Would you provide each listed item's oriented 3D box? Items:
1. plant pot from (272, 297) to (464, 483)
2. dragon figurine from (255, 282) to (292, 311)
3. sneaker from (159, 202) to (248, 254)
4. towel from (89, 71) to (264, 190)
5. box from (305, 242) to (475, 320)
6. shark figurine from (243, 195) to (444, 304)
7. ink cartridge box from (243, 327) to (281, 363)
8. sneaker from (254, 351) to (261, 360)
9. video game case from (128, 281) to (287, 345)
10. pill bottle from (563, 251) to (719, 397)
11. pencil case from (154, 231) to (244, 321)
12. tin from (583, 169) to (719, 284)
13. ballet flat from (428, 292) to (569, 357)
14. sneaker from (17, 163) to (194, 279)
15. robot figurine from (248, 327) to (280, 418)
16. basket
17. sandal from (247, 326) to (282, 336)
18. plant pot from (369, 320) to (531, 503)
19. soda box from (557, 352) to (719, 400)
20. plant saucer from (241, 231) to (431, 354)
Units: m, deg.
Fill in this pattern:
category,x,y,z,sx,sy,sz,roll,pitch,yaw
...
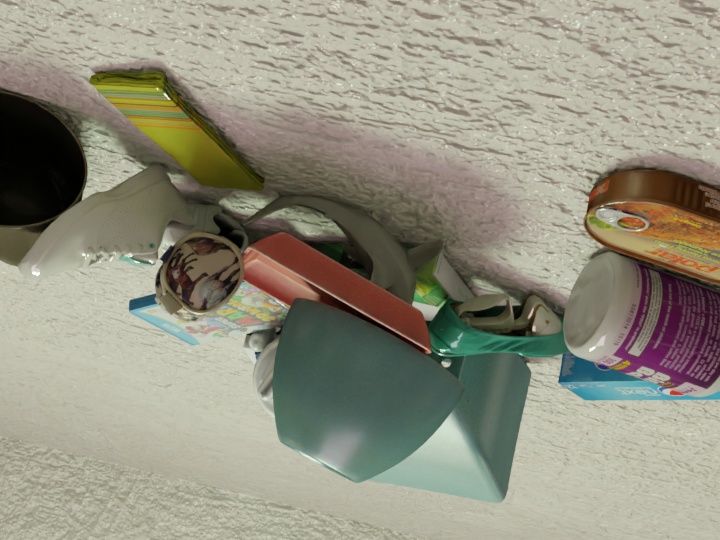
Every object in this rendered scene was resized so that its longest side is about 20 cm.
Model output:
category,x,y,z,sx,sy,sz,roll,pitch,yaw
plant pot,-0.012,0.136,1.102,0.199,0.135,0.200,27,169,6
dragon figurine,-0.043,0.059,1.251,0.199,0.059,0.099,6,151,-27
sneaker,-0.164,-0.016,1.259,0.091,0.076,0.200,1,157,20
towel,-0.173,-0.133,1.048,0.086,0.018,0.200,9,160,29
box,0.023,0.015,1.264,0.199,0.037,0.144,2,156,27
shark figurine,-0.004,-0.017,1.113,0.214,0.090,0.128,41,131,-20
ink cartridge box,-0.078,0.146,1.645,0.161,0.057,0.200,9,154,12
sneaker,-0.063,0.163,1.506,0.199,0.090,0.078,33,142,-20
video game case,-0.156,0.045,1.296,0.199,0.018,0.143,-13,155,22
pill bottle,0.316,0.063,1.088,0.199,0.113,0.112,19,159,-12
pencil case,-0.172,0.011,1.107,0.078,0.089,0.200,63,167,-2
tin,0.296,-0.035,0.958,0.199,0.042,0.112,18,155,-9
ballet flat,0.172,0.060,1.222,0.199,0.068,0.071,0,129,-24
sneaker,-0.246,-0.032,1.085,0.089,0.200,0.075,52,139,-1
robot figurine,-0.070,0.127,1.376,0.169,0.113,0.200,42,-167,2
basket,-0.368,-0.084,1.140,0.179,0.137,0.200,22,162,-3
sandal,-0.124,0.064,1.472,0.199,0.043,0.076,-5,152,40
plant pot,0.093,0.156,1.374,0.195,0.197,0.200,6,151,21
soda box,0.337,0.113,1.268,0.199,0.065,0.068,-6,152,43
plant saucer,-0.030,0.025,1.093,0.199,0.037,0.200,29,168,-7
